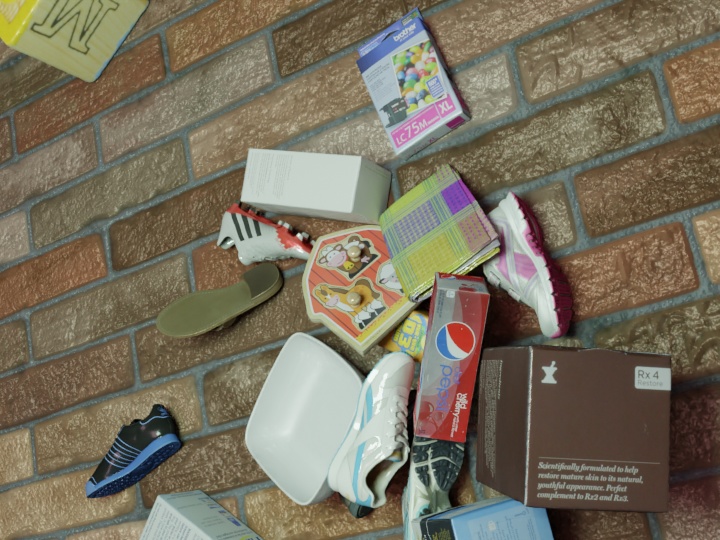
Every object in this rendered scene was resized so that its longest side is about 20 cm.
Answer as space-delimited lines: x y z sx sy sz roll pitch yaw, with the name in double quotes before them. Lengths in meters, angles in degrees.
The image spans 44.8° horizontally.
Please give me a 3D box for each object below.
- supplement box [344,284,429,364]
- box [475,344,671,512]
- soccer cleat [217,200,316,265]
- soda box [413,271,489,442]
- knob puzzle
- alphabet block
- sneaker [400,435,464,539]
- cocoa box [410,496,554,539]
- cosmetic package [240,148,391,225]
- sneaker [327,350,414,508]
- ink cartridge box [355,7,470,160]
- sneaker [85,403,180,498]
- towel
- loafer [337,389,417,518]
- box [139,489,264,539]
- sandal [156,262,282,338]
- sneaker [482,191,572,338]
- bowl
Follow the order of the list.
"supplement box" 0.063 0.081 1.214 0.197 0.068 0.068 20 95 28
"box" 0.234 0.174 0.998 0.162 0.200 0.168 5 84 -7
"soccer cleat" -0.145 -0.040 1.345 0.198 0.068 0.087 26 90 34
"soda box" 0.113 0.110 1.102 0.068 0.064 0.205 7 108 -1
"knob puzzle" 0.000 0.000 1.223 0.214 0.031 0.223 -8 50 10
"alphabet block" -0.537 -0.490 1.551 0.196 0.199 0.197 46 104 25
"sneaker" 0.083 0.285 1.168 0.086 0.076 0.204 146 136 -62
"cocoa box" 0.161 0.383 1.045 0.131 0.131 0.204 139 120 -65
"cosmetic package" -0.065 -0.123 1.291 0.196 0.107 0.087 7 85 28
"sneaker" 0.032 0.205 1.130 0.080 0.076 0.204 18 85 40
"ink cartridge box" 0.069 -0.279 1.278 0.118 0.042 0.203 -30 68 22
"sneaker" -0.379 0.298 1.432 0.198 0.070 0.079 -35 64 14
"towel" 0.100 -0.051 1.179 0.142 0.023 0.201 -35 38 11
"loafer" 0.025 0.245 1.212 0.063 0.071 0.203 35 102 34
"box" -0.243 0.464 1.307 0.198 0.104 0.187 28 96 30
"sandal" -0.211 0.065 1.372 0.208 0.070 0.079 -26 54 0
"sneaker" 0.210 0.003 1.141 0.087 0.081 0.203 -31 61 23
"bowl" -0.062 0.209 1.240 0.199 0.074 0.203 32 99 47
